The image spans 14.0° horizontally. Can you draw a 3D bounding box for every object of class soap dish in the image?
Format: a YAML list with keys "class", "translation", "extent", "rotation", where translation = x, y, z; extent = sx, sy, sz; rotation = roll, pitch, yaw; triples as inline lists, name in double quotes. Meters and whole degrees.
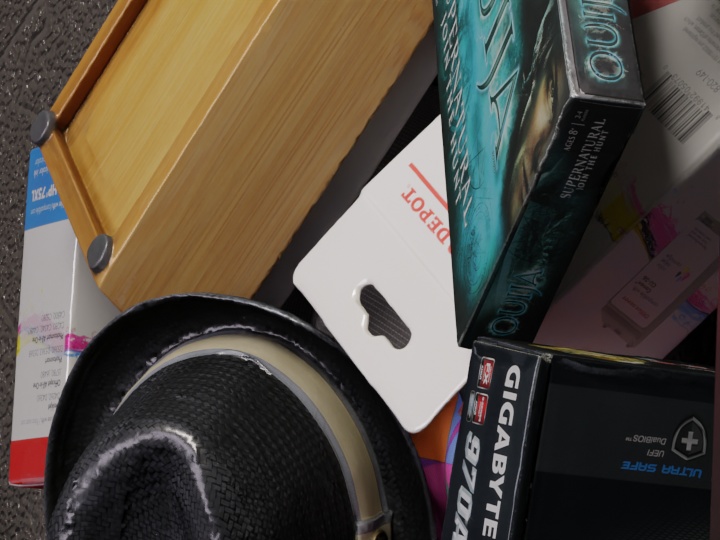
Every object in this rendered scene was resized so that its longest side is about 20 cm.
- class: "soap dish"
  translation: [-0.053, -0.078, 1.219]
  extent: [0.200, 0.081, 0.157]
  rotation: [-56, 32, 19]

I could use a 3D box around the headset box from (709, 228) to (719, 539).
- class: "headset box"
  translation: [0.191, -0.007, 0.936]
  extent: [0.077, 0.149, 0.201]
  rotation: [-9, 77, 53]

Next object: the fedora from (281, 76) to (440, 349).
- class: "fedora"
  translation: [0.000, 0.000, 1.258]
  extent: [0.177, 0.090, 0.201]
  rotation: [4, 87, 55]

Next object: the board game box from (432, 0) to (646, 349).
- class: "board game box"
  translation: [0.057, -0.090, 1.035]
  extent: [0.135, 0.028, 0.200]
  rotation: [111, 161, -48]

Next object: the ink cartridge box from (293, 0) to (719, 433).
- class: "ink cartridge box"
  translation: [0.082, -0.024, 1.097]
  extent: [0.200, 0.067, 0.117]
  rotation: [-43, 43, 5]

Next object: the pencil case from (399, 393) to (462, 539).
- class: "pencil case"
  translation: [0.098, 0.092, 1.108]
  extent: [0.200, 0.088, 0.089]
  rotation: [14, 95, 56]

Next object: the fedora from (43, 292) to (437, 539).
- class: "fedora"
  translation: [-0.067, 0.113, 1.148]
  extent: [0.200, 0.092, 0.201]
  rotation: [8, 107, 26]

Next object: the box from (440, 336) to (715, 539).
- class: "box"
  translation: [0.117, 0.112, 0.973]
  extent: [0.046, 0.200, 0.159]
  rotation: [12, 93, 60]

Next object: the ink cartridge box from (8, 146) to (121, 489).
- class: "ink cartridge box"
  translation: [-0.096, 0.044, 1.362]
  extent: [0.067, 0.116, 0.201]
  rotation: [-10, 75, 60]

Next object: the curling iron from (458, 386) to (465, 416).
- class: "curling iron"
  translation: [0.044, 0.061, 1.102]
  extent: [0.050, 0.026, 0.200]
  rotation: [-33, 33, 16]
